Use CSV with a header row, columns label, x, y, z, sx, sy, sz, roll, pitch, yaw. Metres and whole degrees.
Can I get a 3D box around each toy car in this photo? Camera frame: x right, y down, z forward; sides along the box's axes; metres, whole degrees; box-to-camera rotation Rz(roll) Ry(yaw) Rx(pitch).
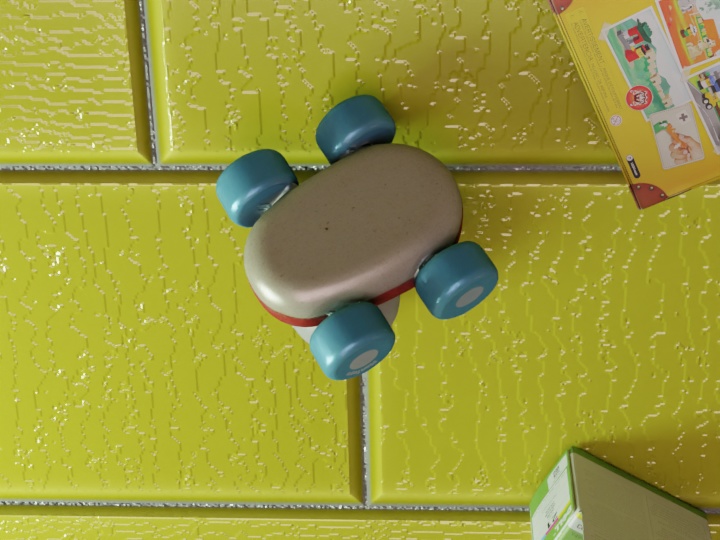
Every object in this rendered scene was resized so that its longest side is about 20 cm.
label,x,y,z,sx,sy,sz,roll,pitch,yaw
toy car,0.000,0.000,1.305,0.177,0.185,0.200,-30,158,-9

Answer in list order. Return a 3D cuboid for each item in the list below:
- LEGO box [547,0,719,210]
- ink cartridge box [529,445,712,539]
label,x,y,z,sx,sy,sz,roll,pitch,yaw
LEGO box,0.239,-0.168,1.223,0.148,0.077,0.200,-21,114,13
ink cartridge box,0.225,0.257,1.373,0.147,0.200,0.076,27,116,-10
